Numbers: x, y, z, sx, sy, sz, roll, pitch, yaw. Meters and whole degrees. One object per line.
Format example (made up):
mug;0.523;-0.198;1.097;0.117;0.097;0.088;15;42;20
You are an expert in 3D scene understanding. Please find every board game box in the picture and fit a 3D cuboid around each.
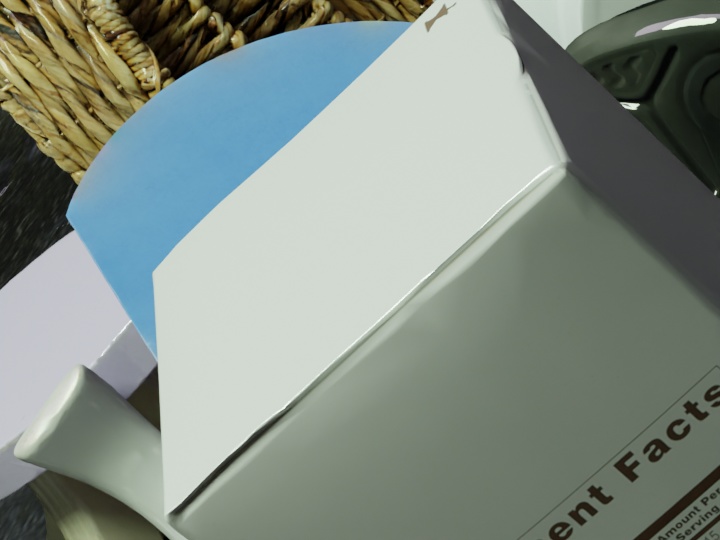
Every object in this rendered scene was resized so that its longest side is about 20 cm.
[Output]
board game box;0.000;0.000;0.791;0.158;0.039;0.200;-27;55;-12

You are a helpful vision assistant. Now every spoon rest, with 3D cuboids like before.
spoon rest;-0.032;0.104;0.767;0.200;0.061;0.099;38;93;35

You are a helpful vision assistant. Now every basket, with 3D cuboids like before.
basket;-0.059;-0.099;0.988;0.149;0.200;0.143;-42;17;16

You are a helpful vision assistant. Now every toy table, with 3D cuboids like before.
toy table;-0.093;0.065;0.914;0.200;0.117;0.184;-21;37;49

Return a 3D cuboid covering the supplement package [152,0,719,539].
supplement package;0.061;0.049;0.562;0.120;0.200;0.121;-42;23;15

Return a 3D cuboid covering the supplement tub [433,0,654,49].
supplement tub;0.103;-0.118;0.809;0.145;0.145;0.200;-47;24;6

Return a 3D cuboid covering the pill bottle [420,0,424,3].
pill bottle;-0.053;-0.119;1.129;0.200;0.113;0.113;-35;27;29

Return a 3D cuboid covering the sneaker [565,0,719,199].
sneaker;0.160;-0.077;0.696;0.199;0.076;0.114;-12;30;21
